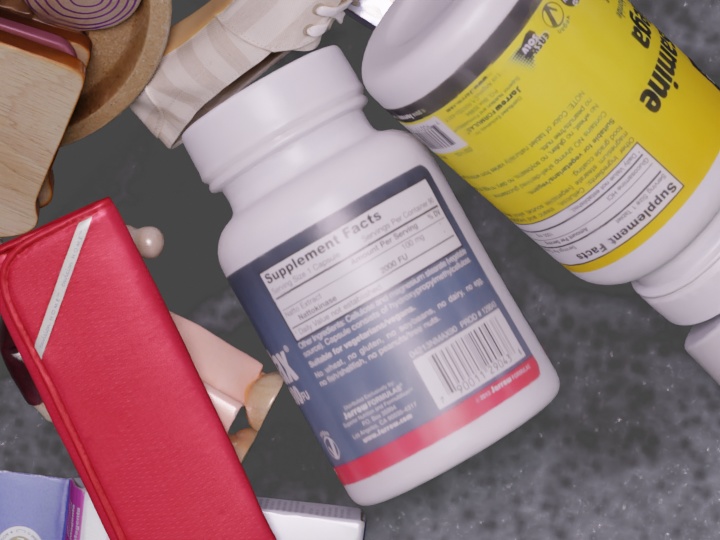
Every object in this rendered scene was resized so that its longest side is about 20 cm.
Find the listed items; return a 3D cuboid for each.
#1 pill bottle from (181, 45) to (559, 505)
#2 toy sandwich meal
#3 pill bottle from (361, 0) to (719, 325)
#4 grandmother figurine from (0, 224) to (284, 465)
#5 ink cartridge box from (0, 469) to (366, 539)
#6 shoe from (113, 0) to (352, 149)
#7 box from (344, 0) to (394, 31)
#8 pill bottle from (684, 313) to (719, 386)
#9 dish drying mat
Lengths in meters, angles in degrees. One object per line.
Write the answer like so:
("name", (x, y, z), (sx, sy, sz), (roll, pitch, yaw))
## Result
("pill bottle", (0.000, 0.000, 1.000), (0.119, 0.120, 0.201), (-30, 90, 2))
("toy sandwich meal", (-0.183, -0.109, 0.957), (0.204, 0.071, 0.206), (-2, 131, -2))
("pill bottle", (0.106, -0.067, 0.966), (0.200, 0.112, 0.113), (40, 92, -19))
("grandmother figurine", (-0.136, 0.028, 1.033), (0.199, 0.061, 0.122), (27, 97, 0))
("ink cartridge box", (-0.105, 0.210, 1.046), (0.198, 0.043, 0.198), (6, 92, 0))
("shoe", (-0.042, -0.120, 0.994), (0.199, 0.070, 0.054), (-27, 88, 37))
("box", (0.036, -0.184, 1.035), (0.199, 0.039, 0.137), (32, 93, 1))
("pill bottle", (0.259, 0.073, 0.997), (0.200, 0.114, 0.114), (43, 92, 0))
("dish drying mat", (-0.111, 0.069, 0.997), (0.076, 0.018, 0.201), (-23, 99, 6))
